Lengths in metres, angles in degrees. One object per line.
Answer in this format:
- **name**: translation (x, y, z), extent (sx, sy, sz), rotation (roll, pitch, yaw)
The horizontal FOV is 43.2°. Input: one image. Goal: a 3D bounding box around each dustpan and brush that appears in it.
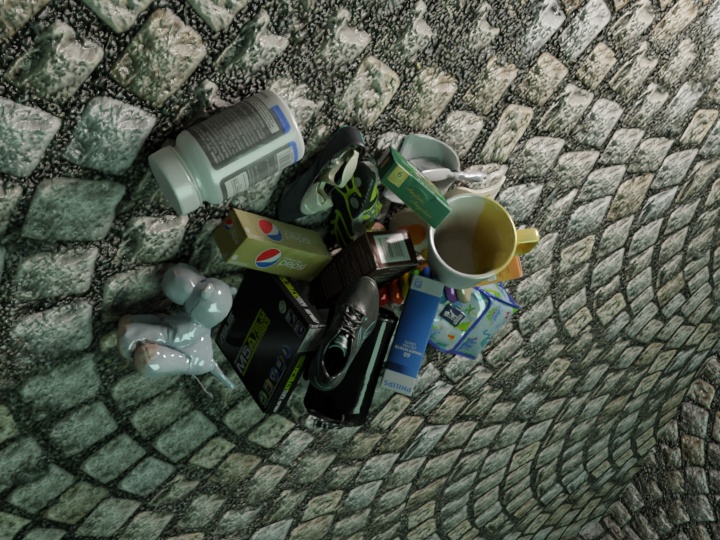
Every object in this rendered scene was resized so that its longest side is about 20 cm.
- **dustpan and brush**: translation (0.150, -0.179, 1.657), extent (0.199, 0.057, 0.140), rotation (-8, 133, -40)

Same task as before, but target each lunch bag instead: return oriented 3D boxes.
- **lunch bag**: translation (0.217, 0.087, 1.967), extent (0.199, 0.128, 0.170), rotation (23, 114, -39)

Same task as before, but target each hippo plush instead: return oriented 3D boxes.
- **hippo plush**: translation (-0.276, 0.080, 1.420), extent (0.161, 0.199, 0.159), rotation (-62, 163, 14)

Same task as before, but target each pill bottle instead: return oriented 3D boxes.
- **pill bottle**: translation (-0.190, -0.165, 1.290), extent (0.199, 0.114, 0.114), rotation (-30, 144, -17)

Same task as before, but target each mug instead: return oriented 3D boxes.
- **mug**: translation (0.196, -0.029, 1.578), extent (0.153, 0.186, 0.150), rotation (107, 8, -72)

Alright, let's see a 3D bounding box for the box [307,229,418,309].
- **box**: translation (0.000, 0.000, 1.616), extent (0.100, 0.075, 0.200), rotation (-7, 163, -38)

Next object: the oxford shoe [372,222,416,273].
- **oxford shoe**: translation (0.067, -0.019, 1.735), extent (0.071, 0.074, 0.200), rotation (-48, 147, 4)

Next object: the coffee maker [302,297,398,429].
- **coffee maker**: translation (-0.012, 0.158, 1.570), extent (0.134, 0.192, 0.201), rotation (14, 97, -12)

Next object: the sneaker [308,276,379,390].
- **sneaker**: translation (-0.018, 0.102, 1.468), extent (0.079, 0.075, 0.201), rotation (131, -18, -77)

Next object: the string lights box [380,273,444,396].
- **string lights box**: translation (0.090, 0.111, 1.583), extent (0.103, 0.059, 0.201), rotation (60, 47, -86)

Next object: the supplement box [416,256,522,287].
- **supplement box**: translation (0.210, -0.003, 1.765), extent (0.199, 0.069, 0.067), rotation (-14, -172, 9)

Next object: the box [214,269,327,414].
- **box**: translation (-0.157, 0.107, 1.547), extent (0.047, 0.193, 0.201), rotation (-1, 130, -45)

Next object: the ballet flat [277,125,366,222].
- **ballet flat**: translation (-0.060, -0.145, 1.481), extent (0.200, 0.073, 0.073), rotation (-50, 145, 12)

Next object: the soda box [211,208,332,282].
- **soda box**: translation (-0.142, -0.039, 1.499), extent (0.199, 0.068, 0.064), rotation (14, 127, -48)

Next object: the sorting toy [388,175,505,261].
- **sorting toy**: translation (0.185, -0.112, 1.683), extent (0.199, 0.107, 0.180), rotation (-17, 158, -33)

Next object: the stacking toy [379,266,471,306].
- **stacking toy**: translation (0.105, 0.030, 1.717), extent (0.199, 0.086, 0.085), rotation (-7, 148, 15)

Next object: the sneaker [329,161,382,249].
- **sneaker**: translation (-0.001, -0.121, 1.568), extent (0.076, 0.075, 0.200), rotation (-31, 158, -31)

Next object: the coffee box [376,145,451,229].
- **coffee box**: translation (0.083, -0.140, 1.492), extent (0.123, 0.200, 0.044), rotation (40, 100, -12)

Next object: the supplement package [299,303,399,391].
- **supplement package**: translation (-0.038, 0.133, 1.758), extent (0.199, 0.117, 0.118), rotation (-23, 144, -25)
